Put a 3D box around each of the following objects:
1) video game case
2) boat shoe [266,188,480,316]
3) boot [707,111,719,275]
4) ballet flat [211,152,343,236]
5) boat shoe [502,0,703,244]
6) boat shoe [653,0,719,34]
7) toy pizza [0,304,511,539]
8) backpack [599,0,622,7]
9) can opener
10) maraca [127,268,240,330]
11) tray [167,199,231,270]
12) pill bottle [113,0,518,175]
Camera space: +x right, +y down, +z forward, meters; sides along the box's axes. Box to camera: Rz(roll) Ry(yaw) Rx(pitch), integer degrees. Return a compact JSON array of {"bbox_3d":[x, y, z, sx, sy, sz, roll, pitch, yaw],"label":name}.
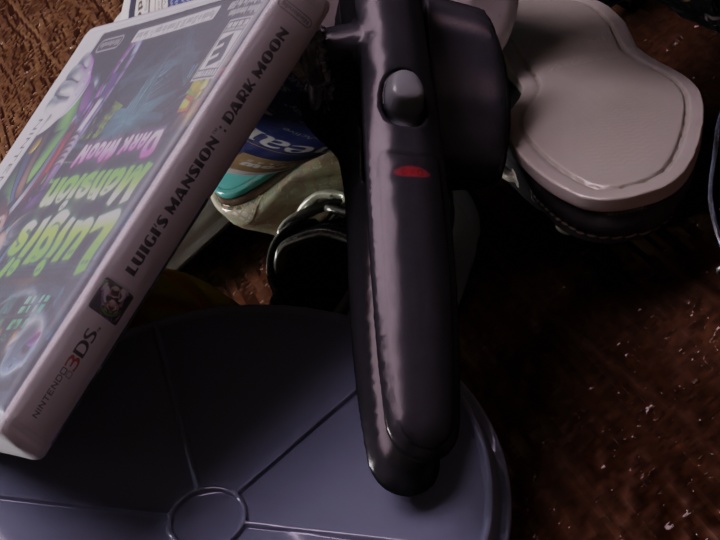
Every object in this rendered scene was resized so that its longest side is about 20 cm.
[{"bbox_3d":[-0.105,-0.020,0.842,0.182,0.023,0.200,-59,23,-15],"label":"video game case"},{"bbox_3d":[0.000,0.000,0.927,0.071,0.064,0.200,-32,23,23],"label":"boat shoe"},{"bbox_3d":[0.117,0.025,0.627,0.075,0.097,0.200,-26,25,35],"label":"boot"},{"bbox_3d":[0.018,-0.077,1.045,0.199,0.062,0.068,-31,46,29],"label":"ballet flat"},{"bbox_3d":[0.083,-0.048,0.886,0.073,0.061,0.200,-10,25,-7],"label":"boat shoe"},{"bbox_3d":[0.112,-0.123,0.842,0.200,0.091,0.071,39,119,40],"label":"boat shoe"},{"bbox_3d":[-0.048,0.091,0.777,0.199,0.032,0.201,-7,45,7],"label":"toy pizza"},{"bbox_3d":[0.105,-0.200,1.026,0.200,0.163,0.154,-23,41,54],"label":"backpack"},{"bbox_3d":[0.015,-0.022,0.786,0.078,0.064,0.201,1,55,-2],"label":"can opener"},{"bbox_3d":[-0.101,0.067,0.888,0.136,0.108,0.200,10,33,19],"label":"maraca"},{"bbox_3d":[-0.041,-0.057,1.142,0.200,0.022,0.107,-42,3,-2],"label":"tray"},{"bbox_3d":[-0.031,-0.100,0.952,0.111,0.111,0.200,-52,16,-26],"label":"pill bottle"}]
